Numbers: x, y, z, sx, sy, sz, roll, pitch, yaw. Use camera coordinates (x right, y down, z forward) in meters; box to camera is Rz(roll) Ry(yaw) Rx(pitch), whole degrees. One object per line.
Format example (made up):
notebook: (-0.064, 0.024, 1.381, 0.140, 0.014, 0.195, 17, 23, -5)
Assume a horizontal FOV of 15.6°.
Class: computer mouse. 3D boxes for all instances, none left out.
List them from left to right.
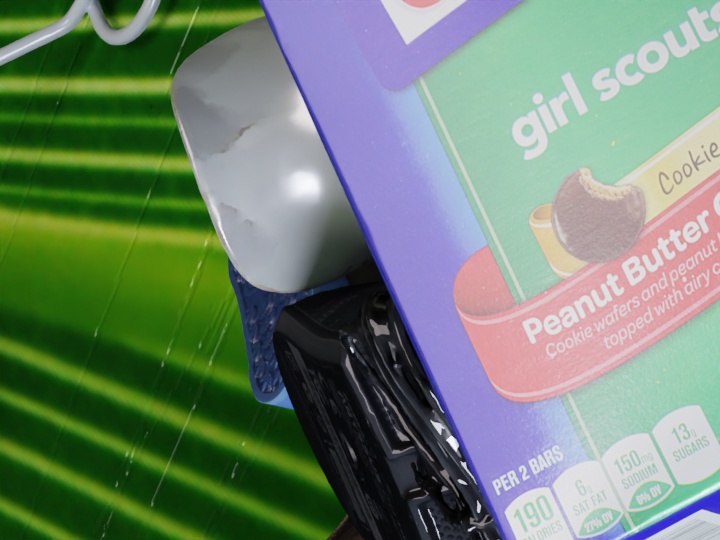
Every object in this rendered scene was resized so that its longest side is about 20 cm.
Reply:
computer mouse: (0.026, 0.051, 0.761, 0.139, 0.052, 0.200, 66, 170, -13)

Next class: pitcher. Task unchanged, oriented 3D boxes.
pitcher: (0.068, -0.071, 0.784, 0.199, 0.171, 0.122, -19, 99, 29)

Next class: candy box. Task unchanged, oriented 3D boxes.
candy box: (0.080, -0.048, 0.633, 0.169, 0.077, 0.201, -30, 70, 17)

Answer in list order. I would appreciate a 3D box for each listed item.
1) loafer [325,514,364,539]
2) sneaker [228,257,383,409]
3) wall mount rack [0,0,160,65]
loafer: (-0.019, 0.145, 0.936, 0.200, 0.071, 0.073, -56, 42, 26)
sneaker: (0.000, 0.000, 0.965, 0.070, 0.078, 0.200, -59, 19, 27)
wall mount rack: (-0.163, -0.167, 1.213, 0.174, 0.074, 0.201, -52, 43, 30)
